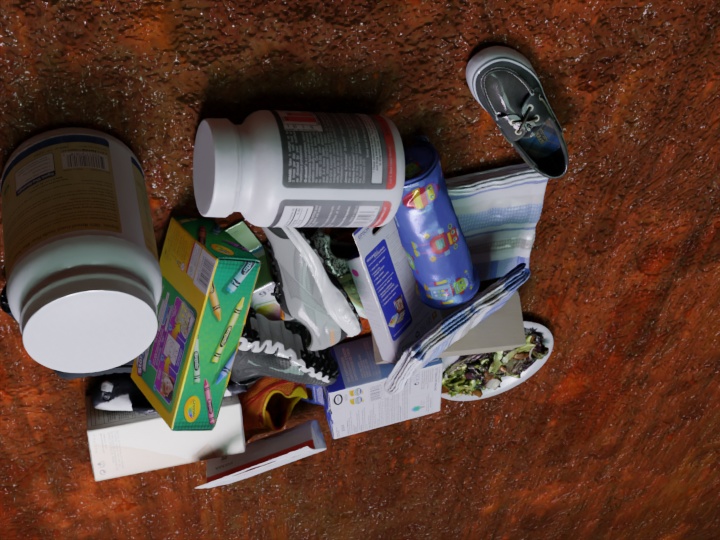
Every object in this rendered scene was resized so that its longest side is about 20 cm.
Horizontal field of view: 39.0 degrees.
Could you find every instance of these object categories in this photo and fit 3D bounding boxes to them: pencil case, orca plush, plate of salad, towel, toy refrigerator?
[{"bbox_3d":[0.075,-0.051,1.153,0.077,0.087,0.202,-30,128,-9],"label":"pencil case"},{"bbox_3d":[-0.244,0.130,1.279,0.196,0.105,0.073,-1,106,15],"label":"orca plush"},{"bbox_3d":[0.199,0.146,1.518,0.196,0.049,0.202,-12,142,-9],"label":"plate of salad"},{"bbox_3d":[0.156,-0.050,1.260,0.144,0.024,0.202,-11,143,-10],"label":"towel"},{"bbox_3d":[0.117,0.075,1.239,0.199,0.024,0.147,-35,167,-24],"label":"towel"},{"bbox_3d":[0.115,0.075,1.354,0.196,0.078,0.070,-5,170,-19],"label":"toy refrigerator"}]

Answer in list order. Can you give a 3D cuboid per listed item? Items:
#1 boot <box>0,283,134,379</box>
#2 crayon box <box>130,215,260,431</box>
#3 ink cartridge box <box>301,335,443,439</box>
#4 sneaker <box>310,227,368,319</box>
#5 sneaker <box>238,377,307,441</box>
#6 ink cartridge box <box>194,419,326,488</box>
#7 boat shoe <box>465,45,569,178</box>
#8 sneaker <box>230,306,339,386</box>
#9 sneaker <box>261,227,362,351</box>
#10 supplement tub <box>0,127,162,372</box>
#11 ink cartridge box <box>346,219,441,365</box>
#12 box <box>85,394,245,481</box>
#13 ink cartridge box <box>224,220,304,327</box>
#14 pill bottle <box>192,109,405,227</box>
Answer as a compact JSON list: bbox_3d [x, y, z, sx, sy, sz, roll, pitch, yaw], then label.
[{"bbox_3d":[-0.288,0.049,1.153,0.196,0.078,0.169,-11,147,0],"label":"boot"},{"bbox_3d":[-0.183,0.057,1.108,0.057,0.118,0.203,5,110,-38],"label":"crayon box"},{"bbox_3d":[0.012,0.160,1.427,0.196,0.077,0.138,-15,144,-9],"label":"ink cartridge box"},{"bbox_3d":[0.000,0.000,1.232,0.198,0.077,0.089,15,121,-41],"label":"sneaker"},{"bbox_3d":[-0.142,0.198,1.406,0.072,0.078,0.200,7,141,-32],"label":"sneaker"},{"bbox_3d":[-0.137,0.247,1.379,0.159,0.051,0.200,-20,167,1],"label":"ink cartridge box"},{"bbox_3d":[0.180,-0.169,1.105,0.068,0.057,0.199,-32,142,17],"label":"boat shoe"},{"bbox_3d":[-0.114,0.100,1.208,0.090,0.067,0.198,-37,136,28],"label":"sneaker"},{"bbox_3d":[-0.073,0.005,1.134,0.079,0.074,0.202,-31,108,0],"label":"sneaker"},{"bbox_3d":[-0.267,-0.020,0.972,0.142,0.202,0.146,-12,143,-9],"label":"supplement tub"},{"bbox_3d":[0.038,0.008,1.214,0.095,0.037,0.202,-44,132,-32],"label":"ink cartridge box"},{"bbox_3d":[-0.255,0.201,1.330,0.196,0.095,0.079,-8,114,-13],"label":"box"},{"bbox_3d":[-0.133,0.036,1.220,0.102,0.060,0.200,-26,143,9],"label":"ink cartridge box"},{"bbox_3d":[-0.063,-0.103,1.030,0.196,0.117,0.117,-1,140,-23],"label":"pill bottle"}]
